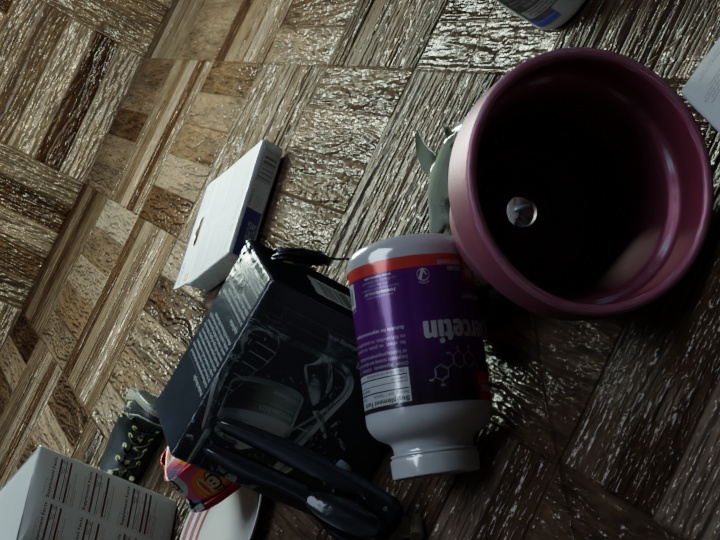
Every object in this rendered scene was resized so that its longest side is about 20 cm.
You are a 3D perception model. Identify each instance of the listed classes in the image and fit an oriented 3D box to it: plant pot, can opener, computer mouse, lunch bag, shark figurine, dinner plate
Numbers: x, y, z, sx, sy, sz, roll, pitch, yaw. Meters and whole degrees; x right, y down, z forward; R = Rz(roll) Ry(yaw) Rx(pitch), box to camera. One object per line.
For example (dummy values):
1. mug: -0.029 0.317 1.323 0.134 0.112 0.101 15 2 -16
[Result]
1. plant pot: 0.154 -0.056 1.060 0.179 0.198 0.202 145 148 -77
2. can opener: -0.051 0.185 1.196 0.064 0.199 0.079 -54 -24 -20
3. computer mouse: 0.000 0.000 1.310 0.058 0.198 0.034 7 92 60
4. lunch bag: -0.162 0.182 1.539 0.176 0.082 0.200 -39 20 15
5. shark figurine: 0.123 -0.116 1.305 0.215 0.088 0.129 124 136 -57
6. dinner plate: -0.159 0.302 1.537 0.200 0.024 0.201 -48 28 35

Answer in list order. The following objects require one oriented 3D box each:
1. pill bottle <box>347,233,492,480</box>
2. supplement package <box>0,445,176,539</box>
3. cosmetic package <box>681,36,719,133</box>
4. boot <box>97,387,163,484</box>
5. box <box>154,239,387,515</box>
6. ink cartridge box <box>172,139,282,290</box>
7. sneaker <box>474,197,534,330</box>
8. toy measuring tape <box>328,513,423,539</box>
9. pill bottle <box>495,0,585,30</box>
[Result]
1. pill bottle: 0.053 0.076 1.153 0.112 0.111 0.203 -24 70 56
2. supplement package: -0.375 0.362 1.710 0.191 0.199 0.148 -44 29 39
3. cosmetic package: 0.307 -0.107 0.894 0.108 0.084 0.201 -55 25 21
4. boot: -0.314 0.249 1.866 0.155 0.073 0.203 -69 17 -7
5. box: -0.066 0.111 1.313 0.198 0.199 0.124 -59 24 11
6. ink cartridge box: -0.199 -0.074 1.999 0.199 0.040 0.202 -28 41 54
7. sneaker: 0.134 -0.017 1.208 0.201 0.077 0.087 -59 34 28
8. toy measuring tape: -0.015 0.283 1.228 0.199 0.074 0.074 -27 36 20
9. pill bottle: 0.140 -0.341 1.352 0.114 0.199 0.115 -46 28 34
